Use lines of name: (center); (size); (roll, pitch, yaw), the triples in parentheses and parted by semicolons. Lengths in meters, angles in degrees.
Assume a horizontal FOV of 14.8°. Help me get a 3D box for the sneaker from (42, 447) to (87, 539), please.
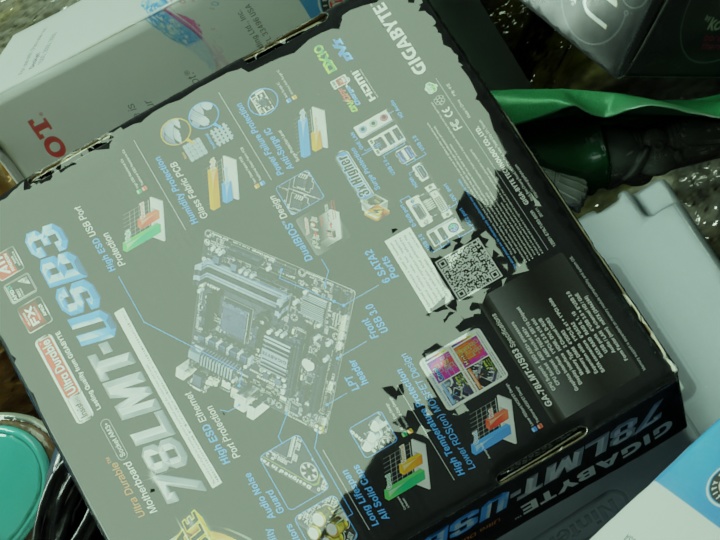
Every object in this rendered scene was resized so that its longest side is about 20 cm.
sneaker: (-0.083, 0.050, 1.122); (0.082, 0.070, 0.200); (-45, 19, 55)

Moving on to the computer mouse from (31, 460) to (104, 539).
computer mouse: (-0.049, 0.145, 0.996); (0.200, 0.046, 0.141); (20, 90, 33)

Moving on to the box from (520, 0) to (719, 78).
box: (0.097, -0.170, 1.109); (0.200, 0.122, 0.106); (44, 122, 35)

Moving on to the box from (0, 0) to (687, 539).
box: (-0.019, 0.019, 0.984); (0.198, 0.050, 0.200); (-31, 63, -3)

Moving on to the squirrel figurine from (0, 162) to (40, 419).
squirrel figurine: (-0.210, 0.033, 1.288); (0.199, 0.142, 0.187); (-20, 12, 10)

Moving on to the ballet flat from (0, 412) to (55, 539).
ballet flat: (-0.176, 0.116, 1.177); (0.200, 0.064, 0.068); (-37, 71, 32)

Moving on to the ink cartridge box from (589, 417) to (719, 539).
ink cartridge box: (0.103, 0.154, 0.856); (0.200, 0.085, 0.144); (-41, 31, -7)

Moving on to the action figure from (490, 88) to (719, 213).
action figure: (0.072, -0.043, 1.075); (0.199, 0.055, 0.118); (-5, -7, -6)

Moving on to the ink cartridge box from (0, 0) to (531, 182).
ink cartridge box: (-0.044, -0.072, 1.218); (0.199, 0.145, 0.085); (-25, 24, 19)

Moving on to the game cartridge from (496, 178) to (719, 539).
game cartridge: (0.059, 0.069, 1.012); (0.200, 0.042, 0.133); (-33, 60, 5)
